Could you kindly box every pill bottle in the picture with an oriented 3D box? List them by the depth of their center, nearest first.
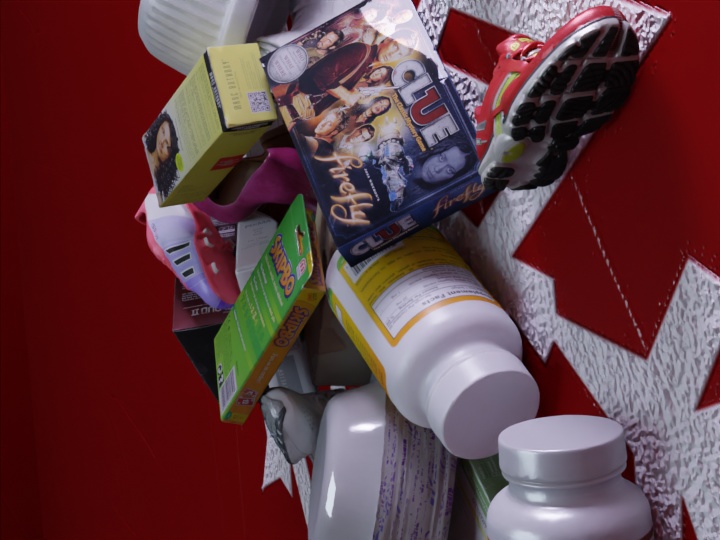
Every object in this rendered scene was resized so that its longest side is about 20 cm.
[{"bbox_3d":[0.143,0.206,0.999,0.112,0.112,0.201,-166,68,-67],"label":"pill bottle"},{"bbox_3d":[0.057,0.052,1.151,0.200,0.110,0.112,-125,33,-48],"label":"pill bottle"}]

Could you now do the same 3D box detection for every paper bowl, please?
[{"bbox_3d":[0.015,0.178,1.237,0.201,0.104,0.202,-172,90,-84],"label":"paper bowl"}]

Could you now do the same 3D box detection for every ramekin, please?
[{"bbox_3d":[-0.123,-0.263,1.348,0.200,0.105,0.201,22,-90,-88],"label":"ramekin"}]

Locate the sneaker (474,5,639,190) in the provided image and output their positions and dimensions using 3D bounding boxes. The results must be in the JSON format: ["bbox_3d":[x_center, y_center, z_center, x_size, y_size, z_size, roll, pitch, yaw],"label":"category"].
[{"bbox_3d":[0.116,-0.125,0.982,0.200,0.077,0.085,126,135,-61],"label":"sneaker"}]

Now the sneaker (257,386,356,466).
[{"bbox_3d":[-0.032,0.133,1.350,0.075,0.087,0.200,63,-170,20],"label":"sneaker"}]

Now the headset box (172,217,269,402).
[{"bbox_3d":[-0.135,0.030,1.538,0.149,0.077,0.201,67,-164,-52],"label":"headset box"}]

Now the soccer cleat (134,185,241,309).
[{"bbox_3d":[-0.168,-0.019,1.446,0.076,0.067,0.200,-43,44,14],"label":"soccer cleat"}]

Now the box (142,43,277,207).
[{"bbox_3d":[-0.136,-0.123,1.298,0.200,0.050,0.076,-38,65,59],"label":"box"}]

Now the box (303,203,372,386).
[{"bbox_3d":[0.000,0.000,1.299,0.095,0.077,0.201,-102,16,-51],"label":"box"}]

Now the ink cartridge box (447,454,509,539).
[{"bbox_3d":[0.107,0.257,1.206,0.201,0.048,0.146,107,147,-46],"label":"ink cartridge box"}]

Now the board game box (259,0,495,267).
[{"bbox_3d":[0.013,-0.118,1.167,0.201,0.135,0.035,67,-172,31],"label":"board game box"}]

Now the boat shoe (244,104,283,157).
[{"bbox_3d":[-0.112,-0.180,1.546,0.062,0.075,0.201,32,138,48],"label":"boat shoe"}]

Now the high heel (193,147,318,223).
[{"bbox_3d":[-0.113,-0.086,1.355,0.199,0.096,0.068,14,76,45],"label":"high heel"}]

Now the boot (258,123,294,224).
[{"bbox_3d":[-0.053,-0.055,1.440,0.200,0.076,0.156,-43,61,62],"label":"boot"}]

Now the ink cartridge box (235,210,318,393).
[{"bbox_3d":[-0.080,0.015,1.441,0.200,0.050,0.162,-92,-11,-61],"label":"ink cartridge box"}]

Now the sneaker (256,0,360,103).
[{"bbox_3d":[-0.055,-0.208,1.324,0.200,0.115,0.074,-129,34,-54],"label":"sneaker"}]

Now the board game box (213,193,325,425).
[{"bbox_3d":[-0.078,0.034,1.269,0.096,0.030,0.200,-101,30,-42],"label":"board game box"}]
